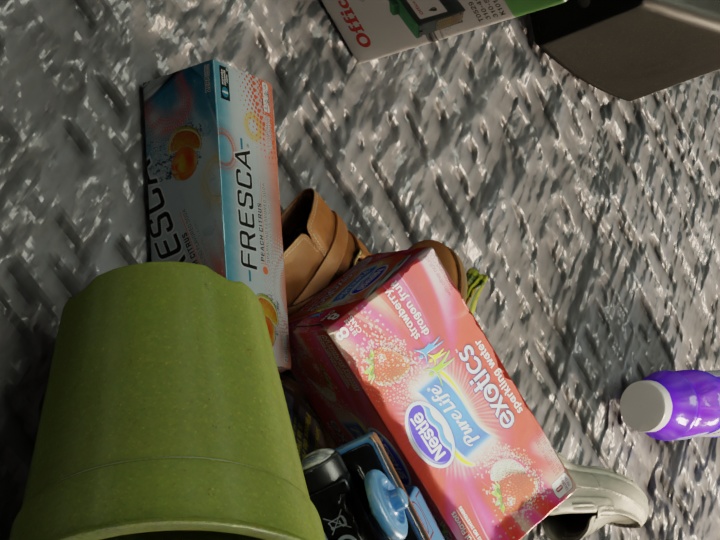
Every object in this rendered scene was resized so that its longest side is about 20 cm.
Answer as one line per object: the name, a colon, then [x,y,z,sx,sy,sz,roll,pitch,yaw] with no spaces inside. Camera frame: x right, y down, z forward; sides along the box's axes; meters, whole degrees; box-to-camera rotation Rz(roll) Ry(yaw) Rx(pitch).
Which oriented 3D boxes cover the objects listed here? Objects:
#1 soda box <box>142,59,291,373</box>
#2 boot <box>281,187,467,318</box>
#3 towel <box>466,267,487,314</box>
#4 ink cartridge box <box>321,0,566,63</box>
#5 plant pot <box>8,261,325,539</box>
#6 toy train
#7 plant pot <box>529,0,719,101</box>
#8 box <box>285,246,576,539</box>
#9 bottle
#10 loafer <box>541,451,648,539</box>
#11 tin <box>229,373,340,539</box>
soda box: [-0.094,-0.030,1.152,0.068,0.063,0.202,17,64,-55]
boot: [0.000,0.000,1.278,0.155,0.073,0.201,54,36,-23]
towel: [0.052,0.090,1.326,0.200,0.018,0.086,-61,167,-46]
ink cartridge box: [0.054,-0.255,1.335,0.147,0.199,0.085,57,41,-24]
plant pot: [-0.110,0.105,0.996,0.200,0.199,0.191,37,37,-44]
toy train: [0.020,0.196,1.105,0.201,0.086,0.114,62,14,-4]
plant pot: [0.259,-0.289,1.671,0.177,0.199,0.202,1,77,-45]
box: [0.042,0.095,1.181,0.099,0.095,0.201,-37,103,-24]
bottle: [0.311,0.128,1.678,0.199,0.083,0.066,5,75,-56]
loafer: [0.173,0.195,1.470,0.199,0.070,0.070,21,66,-42]
tin: [-0.053,0.156,1.133,0.112,0.042,0.201,44,31,-29]
